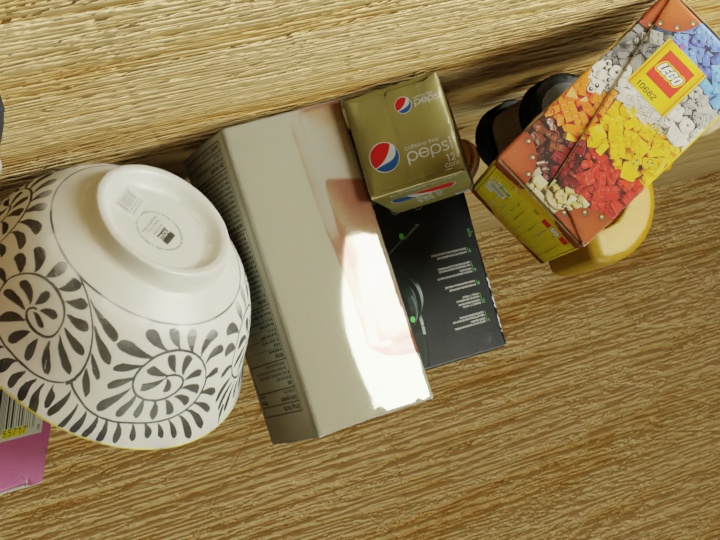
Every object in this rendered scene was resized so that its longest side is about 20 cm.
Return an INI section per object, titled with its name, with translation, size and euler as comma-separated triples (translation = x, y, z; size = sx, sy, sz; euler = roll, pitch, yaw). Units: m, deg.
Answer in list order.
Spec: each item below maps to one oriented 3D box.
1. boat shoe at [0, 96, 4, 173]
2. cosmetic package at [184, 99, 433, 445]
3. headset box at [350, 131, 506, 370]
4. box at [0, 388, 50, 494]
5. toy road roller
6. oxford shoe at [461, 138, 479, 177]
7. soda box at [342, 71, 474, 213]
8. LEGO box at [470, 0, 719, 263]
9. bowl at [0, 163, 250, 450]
[boat shoe]
translation = -0.162, -0.054, 0.585
size = 0.072, 0.063, 0.200
euler = -15, 178, 0
[cosmetic package]
translation = -0.035, 0.003, 1.083
size = 0.087, 0.201, 0.103
euler = -16, 179, -22
[headset box]
translation = 0.000, 0.000, 1.269
size = 0.174, 0.201, 0.093
euler = -15, 177, -38
[box]
translation = -0.314, 0.068, 1.005
size = 0.200, 0.097, 0.176
euler = 20, -162, 31
[toy road roller]
translation = 0.195, -0.080, 1.306
size = 0.199, 0.146, 0.123
euler = -15, 178, -20
[oxford shoe]
translation = 0.007, -0.067, 1.447
size = 0.200, 0.071, 0.071
euler = -24, 142, 14
[soda box]
translation = 0.036, -0.083, 1.140
size = 0.064, 0.068, 0.200
euler = -17, 178, 5
[LEGO box]
translation = 0.157, -0.086, 1.096
size = 0.149, 0.077, 0.200
euler = -44, 179, -2
[bowl]
translation = -0.137, -0.001, 1.007
size = 0.200, 0.201, 0.094
euler = -13, 149, -49
